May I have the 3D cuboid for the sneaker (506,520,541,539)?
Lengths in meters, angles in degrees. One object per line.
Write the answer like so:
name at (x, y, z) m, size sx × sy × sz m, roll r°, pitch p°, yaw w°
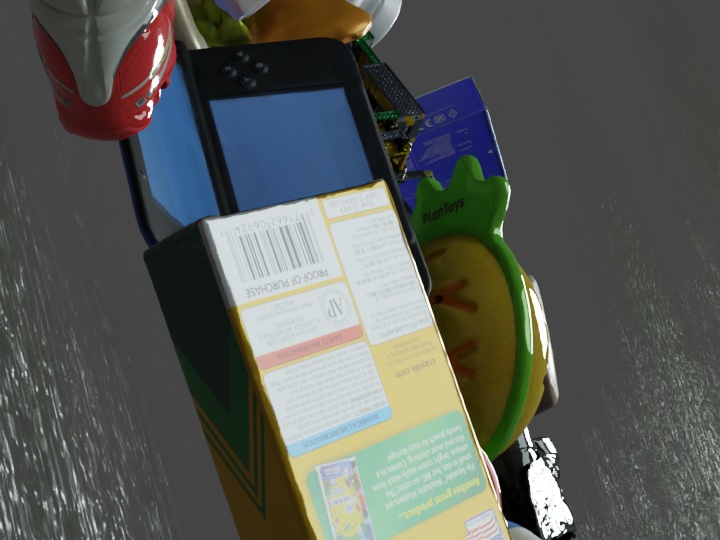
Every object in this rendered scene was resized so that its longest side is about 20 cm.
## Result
sneaker at (0.081, 0.256, 0.870) m, size 0.074 × 0.082 × 0.201 m, roll 10°, pitch 81°, yaw -39°

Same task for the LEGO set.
LEGO set at (-0.047, -0.111, 1.007) m, size 0.200 × 0.153 × 0.116 m, roll 48°, pitch -42°, yaw 27°

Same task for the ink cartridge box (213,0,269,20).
ink cartridge box at (-0.104, -0.246, 0.707) m, size 0.200 × 0.084 × 0.145 m, roll 55°, pitch -4°, yaw -34°

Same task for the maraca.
maraca at (0.060, 0.029, 0.867) m, size 0.107 × 0.137 × 0.201 m, roll 10°, pitch 70°, yaw -36°

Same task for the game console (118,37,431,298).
game console at (-0.055, -0.076, 0.748) m, size 0.119 × 0.170 × 0.201 m, roll 108°, pitch -31°, yaw -56°

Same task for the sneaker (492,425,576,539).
sneaker at (0.126, 0.175, 1.032) m, size 0.200 × 0.060 × 0.105 m, roll 46°, pitch 24°, yaw -67°

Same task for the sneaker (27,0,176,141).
sneaker at (-0.114, -0.110, 0.601) m, size 0.200 × 0.076 × 0.085 m, roll -99°, pitch -171°, yaw -66°

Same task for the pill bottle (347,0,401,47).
pill bottle at (-0.058, -0.255, 1.065) m, size 0.200 × 0.112 × 0.113 m, roll 37°, pitch 27°, yaw -42°

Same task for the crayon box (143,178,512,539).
crayon box at (-0.012, 0.067, 0.649) m, size 0.125 × 0.051 × 0.201 m, roll -15°, pitch 84°, yaw -46°

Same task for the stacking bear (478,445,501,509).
stacking bear at (0.022, 0.149, 0.803) m, size 0.200 × 0.113 × 0.122 m, roll 84°, pitch -1°, yaw -74°

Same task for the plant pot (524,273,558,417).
plant pot at (0.074, 0.076, 1.166) m, size 0.200 × 0.174 × 0.202 m, roll -11°, pitch 90°, yaw -80°

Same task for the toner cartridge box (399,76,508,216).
toner cartridge box at (0.013, -0.077, 1.110) m, size 0.095 × 0.199 × 0.043 m, roll 66°, pitch 4°, yaw -51°

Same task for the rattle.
rattle at (-0.094, -0.225, 0.869) m, size 0.130 × 0.142 × 0.201 m, roll -49°, pitch 127°, yaw -65°
